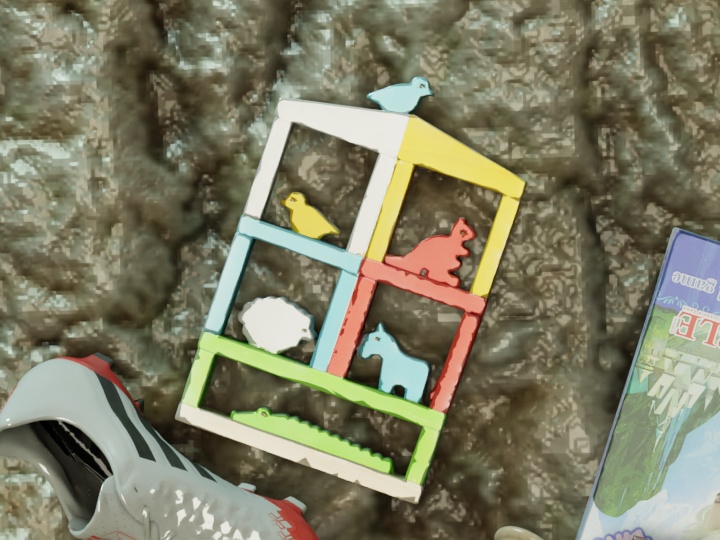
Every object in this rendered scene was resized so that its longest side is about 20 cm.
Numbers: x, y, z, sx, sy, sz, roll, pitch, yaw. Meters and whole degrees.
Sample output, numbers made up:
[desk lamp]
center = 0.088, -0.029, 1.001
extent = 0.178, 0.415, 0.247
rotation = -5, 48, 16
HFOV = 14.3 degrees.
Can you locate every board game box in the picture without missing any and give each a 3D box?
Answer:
[board game box]
center = 0.217, 0.103, 1.399
extent = 0.199, 0.041, 0.200
rotation = 17, 93, 4

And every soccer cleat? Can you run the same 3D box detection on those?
[soccer cleat]
center = -0.094, 0.120, 1.398
extent = 0.200, 0.085, 0.069
rotation = 40, 125, 6

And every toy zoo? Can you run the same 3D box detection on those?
[toy zoo]
center = 0.000, 0.000, 1.427
extent = 0.131, 0.020, 0.201
rotation = 19, 93, 4

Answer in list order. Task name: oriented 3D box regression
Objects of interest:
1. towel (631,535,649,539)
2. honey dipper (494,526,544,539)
[towel]
center = 0.198, 0.212, 1.377
extent = 0.199, 0.023, 0.144
rotation = 14, 115, 6
[honey dipper]
center = 0.034, 0.210, 1.371
extent = 0.038, 0.038, 0.200
rotation = 33, 63, 3
